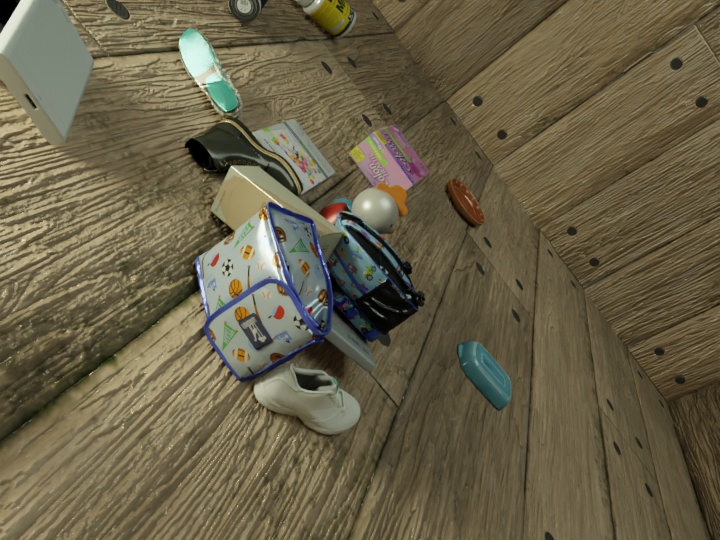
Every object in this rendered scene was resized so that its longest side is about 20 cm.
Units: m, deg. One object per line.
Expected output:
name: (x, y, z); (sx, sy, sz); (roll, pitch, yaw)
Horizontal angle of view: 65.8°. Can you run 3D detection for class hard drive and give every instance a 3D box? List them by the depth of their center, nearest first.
hard drive: (-0.426, -0.286, 0.760); (0.132, 0.026, 0.200); (76, 5, -50)

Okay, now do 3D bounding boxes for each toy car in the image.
toy car: (0.024, -0.091, 1.129); (0.177, 0.200, 0.184); (48, 29, -14)

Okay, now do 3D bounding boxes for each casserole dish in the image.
casserole dish: (0.316, 0.255, 1.386); (0.200, 0.039, 0.121); (47, 29, -13)

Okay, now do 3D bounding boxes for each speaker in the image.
speaker: (-0.283, -0.717, 1.451); (0.081, 0.081, 0.200); (41, 31, -25)

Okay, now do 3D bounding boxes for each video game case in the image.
video game case: (-0.060, 0.063, 0.958); (0.200, 0.023, 0.182); (43, 14, -31)

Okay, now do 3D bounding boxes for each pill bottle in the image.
pill bottle: (-0.118, -0.867, 1.829); (0.200, 0.114, 0.115); (24, 41, -44)

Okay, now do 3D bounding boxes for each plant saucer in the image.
plant saucer: (0.380, -0.245, 2.021); (0.200, 0.032, 0.201); (38, 33, -31)

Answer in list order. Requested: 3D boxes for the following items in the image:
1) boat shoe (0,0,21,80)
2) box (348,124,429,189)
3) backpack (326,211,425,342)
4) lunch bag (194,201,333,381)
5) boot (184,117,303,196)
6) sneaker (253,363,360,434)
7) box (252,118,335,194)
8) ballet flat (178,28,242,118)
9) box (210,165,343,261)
boat shoe: (-0.481, -0.345, 0.761); (0.074, 0.066, 0.200); (30, 37, -36)
box: (0.085, -0.300, 1.556); (0.176, 0.097, 0.200); (54, 29, -3)
backpack: (0.000, 0.000, 0.986); (0.200, 0.134, 0.183); (47, 12, -20)
lunch bag: (-0.134, 0.035, 0.785); (0.124, 0.170, 0.201); (16, 50, -52)
boot: (-0.211, -0.180, 1.010); (0.200, 0.077, 0.138); (39, 34, -2)
sneaker: (-0.056, 0.187, 0.830); (0.200, 0.088, 0.075); (29, 37, -41)
box: (-0.147, -0.239, 1.193); (0.156, 0.041, 0.200); (52, 29, -6)
ballet flat: (-0.296, -0.379, 1.104); (0.200, 0.072, 0.072); (61, 29, 6)
box: (-0.138, -0.080, 0.910); (0.200, 0.095, 0.078); (37, 21, 17)
